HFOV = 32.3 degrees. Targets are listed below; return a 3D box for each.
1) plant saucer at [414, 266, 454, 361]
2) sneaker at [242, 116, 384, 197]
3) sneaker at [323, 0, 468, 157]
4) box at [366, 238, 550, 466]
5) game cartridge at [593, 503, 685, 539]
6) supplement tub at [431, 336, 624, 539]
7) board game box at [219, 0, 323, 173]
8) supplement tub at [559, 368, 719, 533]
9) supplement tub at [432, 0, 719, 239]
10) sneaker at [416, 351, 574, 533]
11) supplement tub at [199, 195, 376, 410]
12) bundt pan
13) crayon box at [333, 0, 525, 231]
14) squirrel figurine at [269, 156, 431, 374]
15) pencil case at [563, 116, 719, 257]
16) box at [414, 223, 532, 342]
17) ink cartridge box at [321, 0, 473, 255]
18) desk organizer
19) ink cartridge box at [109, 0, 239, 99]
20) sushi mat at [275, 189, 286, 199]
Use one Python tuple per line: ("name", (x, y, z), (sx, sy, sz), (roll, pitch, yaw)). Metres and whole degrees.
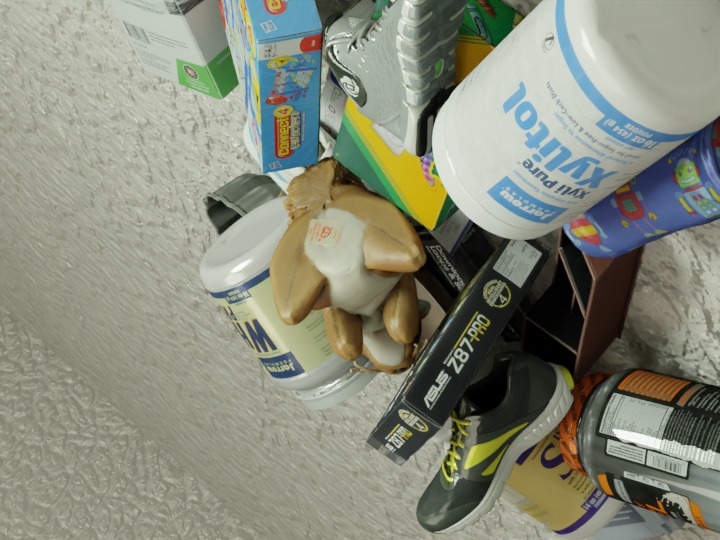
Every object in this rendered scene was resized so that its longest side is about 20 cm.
("plant saucer", (0.049, 0.035, 1.379), (0.199, 0.032, 0.201), (38, 157, 19))
("sneaker", (-0.039, -0.092, 1.259), (0.199, 0.077, 0.081), (40, 170, -2))
("sneaker", (0.018, -0.188, 0.937), (0.115, 0.075, 0.202), (30, 136, 27))
("box", (0.089, 0.073, 1.152), (0.049, 0.201, 0.161), (33, 158, 3))
("game cartridge", (0.278, 0.252, 1.429), (0.134, 0.041, 0.200), (50, 158, 1))
("supplement tub", (0.174, 0.164, 1.269), (0.199, 0.147, 0.145), (34, 160, -8))
("board game box", (-0.084, -0.225, 1.097), (0.197, 0.055, 0.203), (95, 161, -62))
("supplement tub", (0.284, 0.158, 1.112), (0.198, 0.123, 0.123), (12, 141, 45))
("supplement tub", (0.149, -0.117, 0.849), (0.132, 0.132, 0.200), (46, 146, -2))
("sneaker", (0.106, 0.152, 1.148), (0.084, 0.201, 0.075), (32, -170, -29))
("supplement tub", (-0.068, 0.037, 1.361), (0.201, 0.145, 0.144), (55, 156, -20))
("bundt pan", (-0.103, -0.039, 1.545), (0.202, 0.076, 0.203), (42, 162, 17))
("crayon box", (0.057, -0.145, 1.032), (0.118, 0.058, 0.202), (37, 138, 17))
("squirrel figurine", (0.000, 0.000, 1.180), (0.187, 0.140, 0.202), (52, -170, -52))
("pencil case", (0.227, -0.064, 0.914), (0.200, 0.086, 0.079), (-23, 87, 65))
("box", (0.098, 0.015, 1.344), (0.144, 0.036, 0.199), (53, 156, -16))
("ink cartridge box", (0.049, -0.131, 1.170), (0.200, 0.047, 0.198), (42, 157, 7))
("desk organizer", (0.196, 0.017, 1.112), (0.071, 0.077, 0.201), (35, 156, 23))
("ink cartridge box", (-0.195, -0.292, 1.276), (0.145, 0.084, 0.201), (26, 151, 40))
("sushi mat", (-0.038, -0.022, 1.466), (0.012, 0.096, 0.201), (-22, 116, 27))
